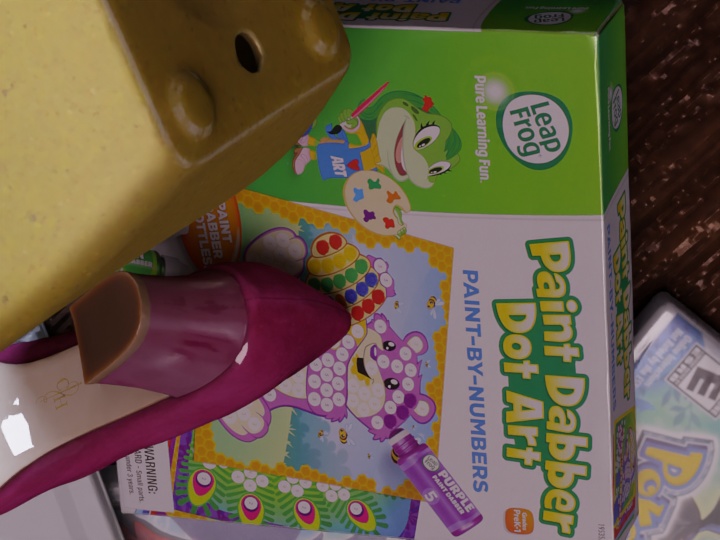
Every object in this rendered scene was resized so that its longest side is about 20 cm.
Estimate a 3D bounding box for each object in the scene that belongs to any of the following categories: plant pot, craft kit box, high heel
[{"bbox_3d":[-0.123,-0.075,0.863,0.199,0.194,0.196,-19,100,33],"label":"plant pot"},{"bbox_3d":[0.000,0.000,0.984,0.197,0.049,0.201,2,112,16],"label":"craft kit box"},{"bbox_3d":[-0.093,0.052,0.993,0.096,0.068,0.200,6,158,-38],"label":"high heel"}]

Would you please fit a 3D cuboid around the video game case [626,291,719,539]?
[{"bbox_3d":[0.121,0.138,1.049,0.182,0.022,0.200,37,101,-12],"label":"video game case"}]

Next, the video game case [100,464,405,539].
[{"bbox_3d":[-0.023,0.158,1.099,0.199,0.023,0.183,-4,114,9],"label":"video game case"}]

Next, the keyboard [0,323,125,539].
[{"bbox_3d":[-0.114,0.122,1.052,0.056,0.011,0.201,-23,85,16],"label":"keyboard"}]
